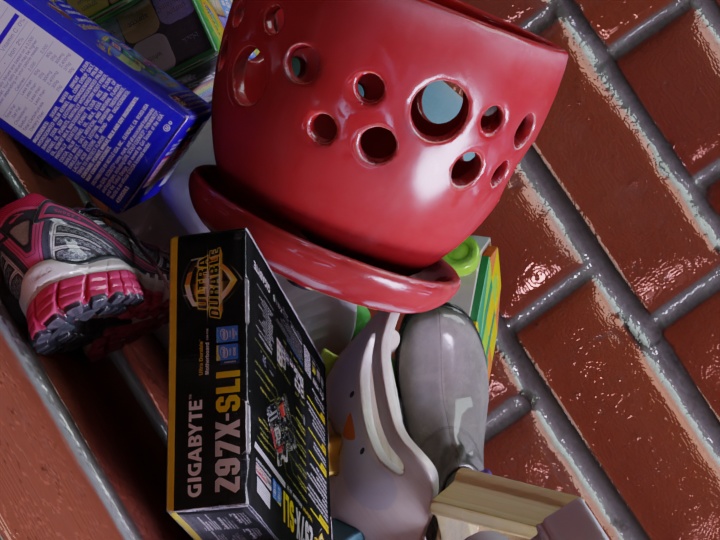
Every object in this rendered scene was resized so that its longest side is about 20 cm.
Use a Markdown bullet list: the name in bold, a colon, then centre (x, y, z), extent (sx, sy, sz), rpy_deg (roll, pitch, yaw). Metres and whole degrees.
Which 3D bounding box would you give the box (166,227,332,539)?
- **box**: centre (-0.060, 0.091, 1.010), extent (0.200, 0.049, 0.161), rpy_deg (64, 23, -62)

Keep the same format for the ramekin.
- **ramekin**: centre (-0.095, -0.014, 1.237), extent (0.201, 0.097, 0.201), rpy_deg (46, -30, 36)

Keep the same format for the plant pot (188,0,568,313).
- **plant pot**: centre (-0.001, -0.086, 1.060), extent (0.199, 0.184, 0.200), rpy_deg (23, 11, -5)

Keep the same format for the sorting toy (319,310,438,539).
- **sorting toy**: centre (0.008, 0.111, 1.142), extent (0.180, 0.106, 0.201), rpy_deg (119, -36, -57)

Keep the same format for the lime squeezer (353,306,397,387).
- **lime squeezer**: centre (0.000, 0.000, 1.269), extent (0.038, 0.070, 0.202), rpy_deg (13, -63, 53)

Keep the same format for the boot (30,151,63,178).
- **boot**: centre (-0.228, -0.131, 1.326), extent (0.139, 0.077, 0.200), rpy_deg (61, 16, 1)

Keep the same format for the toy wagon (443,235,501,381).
- **toy wagon**: centre (0.074, 0.075, 1.355), extent (0.156, 0.039, 0.201), rpy_deg (77, 21, -57)

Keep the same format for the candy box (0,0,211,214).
- **candy box**: centre (-0.194, -0.125, 1.065), extent (0.199, 0.077, 0.169), rpy_deg (37, 5, -3)

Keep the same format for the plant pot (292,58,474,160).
- **plant pot**: centre (-0.011, -0.065, 1.376), extent (0.200, 0.161, 0.201), rpy_deg (32, -15, 10)

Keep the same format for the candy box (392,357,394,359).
- **candy box**: centre (-0.066, 0.042, 1.405), extent (0.199, 0.057, 0.117), rpy_deg (36, 4, 19)

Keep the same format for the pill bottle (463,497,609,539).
- **pill bottle**: centre (0.055, 0.208, 0.931), extent (0.113, 0.199, 0.112), rpy_deg (56, 3, -5)

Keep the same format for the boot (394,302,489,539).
- **boot**: centre (0.068, 0.131, 1.222), extent (0.131, 0.067, 0.202), rpy_deg (-115, -159, -74)

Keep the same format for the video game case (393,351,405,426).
- **video game case**: centre (0.040, 0.184, 1.368), extent (0.183, 0.023, 0.201), rpy_deg (-73, 156, -52)

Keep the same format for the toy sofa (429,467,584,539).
- **toy sofa**: centre (0.080, 0.227, 1.086), extent (0.097, 0.082, 0.202), rpy_deg (-18, 118, -68)

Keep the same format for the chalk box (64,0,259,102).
- **chalk box**: centre (-0.159, -0.181, 1.269), extent (0.125, 0.124, 0.200), rpy_deg (67, 14, 4)

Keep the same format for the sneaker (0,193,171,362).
- **sneaker**: centre (-0.145, 0.000, 1.006), extent (0.075, 0.080, 0.200), rpy_deg (61, 3, 9)
